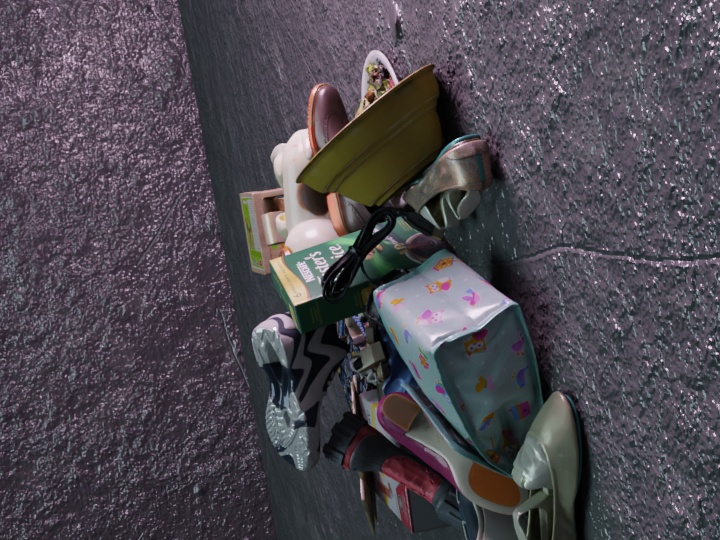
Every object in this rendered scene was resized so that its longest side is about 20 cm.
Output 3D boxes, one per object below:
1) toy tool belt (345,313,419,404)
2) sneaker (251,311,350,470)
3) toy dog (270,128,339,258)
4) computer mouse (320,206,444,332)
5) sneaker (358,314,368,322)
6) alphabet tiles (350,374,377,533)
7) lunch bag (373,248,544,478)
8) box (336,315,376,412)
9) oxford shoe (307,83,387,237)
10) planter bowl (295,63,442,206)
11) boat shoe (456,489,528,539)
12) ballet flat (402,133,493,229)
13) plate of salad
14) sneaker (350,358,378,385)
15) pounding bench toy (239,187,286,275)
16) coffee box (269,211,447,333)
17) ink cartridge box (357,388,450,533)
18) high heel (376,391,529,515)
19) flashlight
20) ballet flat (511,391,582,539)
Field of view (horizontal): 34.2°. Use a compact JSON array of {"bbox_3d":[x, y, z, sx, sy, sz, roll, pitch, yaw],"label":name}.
[{"bbox_3d":[0.051,0.094,1.409,0.123,0.124,0.202,81,167,-72],"label":"toy tool belt"},{"bbox_3d":[-0.056,0.134,1.433,0.079,0.129,0.201,0,111,45],"label":"sneaker"},{"bbox_3d":[-0.047,-0.075,1.557,0.194,0.138,0.202,119,151,-74],"label":"toy dog"},{"bbox_3d":[0.066,0.017,1.329,0.141,0.199,0.046,-57,6,5],"label":"computer mouse"},{"bbox_3d":[0.019,-0.006,1.589,0.200,0.075,0.117,121,139,-71],"label":"sneaker"},{"bbox_3d":[0.005,0.259,1.658,0.167,0.006,0.202,75,-172,-51],"label":"alphabet tiles"},{"bbox_3d":[0.111,0.106,1.209,0.170,0.121,0.201,46,161,59],"label":"lunch bag"},{"bbox_3d":[0.008,0.160,1.817,0.201,0.049,0.200,95,160,-50],"label":"box"},{"bbox_3d":[-0.010,-0.141,1.471,0.072,0.071,0.202,-12,96,41],"label":"oxford shoe"},{"bbox_3d":[0.030,-0.130,1.290,0.084,0.200,0.200,50,164,0],"label":"planter bowl"},{"bbox_3d":[0.147,0.291,1.299,0.062,0.074,0.201,96,160,-46],"label":"boat shoe"},{"bbox_3d":[0.092,-0.082,1.247,0.200,0.067,0.068,131,120,-75],"label":"ballet flat"},{"bbox_3d":[0.024,-0.176,1.483,0.200,0.048,0.202,169,90,-77],"label":"plate of salad"},{"bbox_3d":[0.039,0.137,1.596,0.200,0.081,0.076,161,98,-76],"label":"sneaker"},{"bbox_3d":[-0.085,-0.069,1.783,0.200,0.154,0.126,-169,69,-75],"label":"pounding bench toy"},{"bbox_3d":[0.000,0.000,1.394,0.123,0.198,0.044,-123,17,-57],"label":"coffee box"},{"bbox_3d":[0.067,0.246,1.568,0.200,0.082,0.147,-156,56,-74],"label":"ink cartridge box"},{"bbox_3d":[0.102,0.205,1.305,0.199,0.068,0.096,31,172,6],"label":"high heel"},{"bbox_3d":[0.052,0.247,1.421,0.199,0.068,0.068,29,158,18],"label":"flashlight"},{"bbox_3d":[0.178,0.215,1.131,0.069,0.069,0.202,-132,34,-65],"label":"ballet flat"}]
